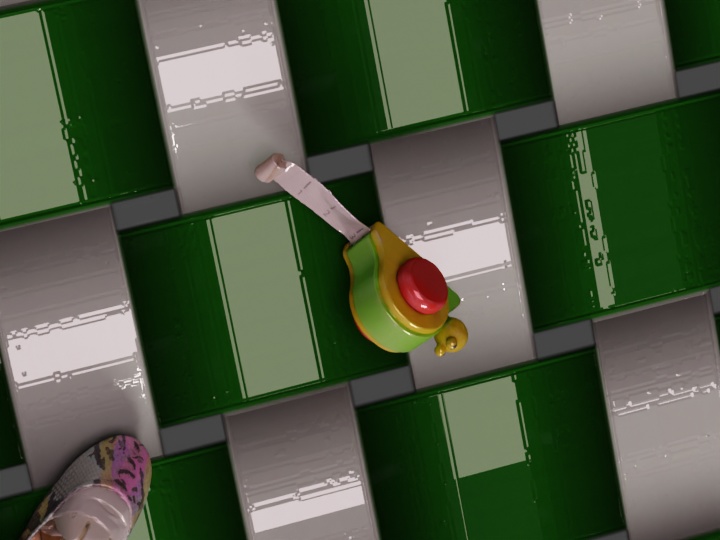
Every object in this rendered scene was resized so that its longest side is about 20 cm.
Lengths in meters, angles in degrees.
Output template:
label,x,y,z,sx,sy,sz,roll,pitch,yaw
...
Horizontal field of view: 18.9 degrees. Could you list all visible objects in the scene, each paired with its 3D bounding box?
label,x,y,z,sx,sy,sz,roll,pitch,yaw
toy measuring tape,0.000,0.000,1.530,0.200,0.074,0.074,39,88,-19
ballet flat,-0.214,0.204,1.512,0.069,0.071,0.200,44,87,-15
